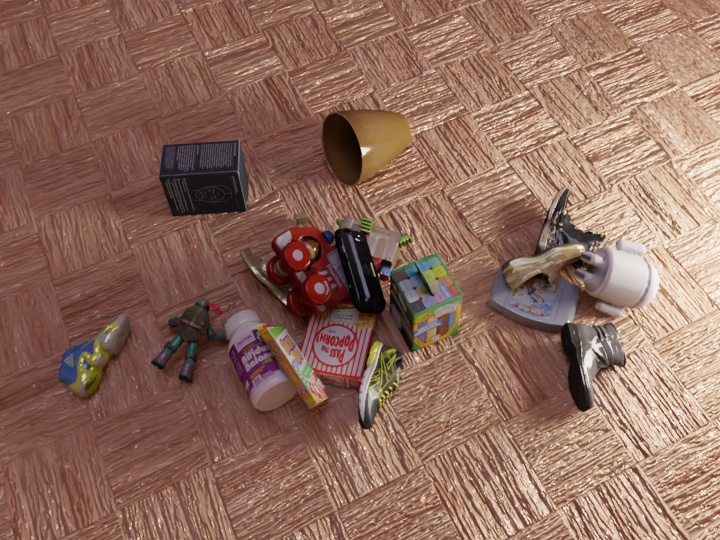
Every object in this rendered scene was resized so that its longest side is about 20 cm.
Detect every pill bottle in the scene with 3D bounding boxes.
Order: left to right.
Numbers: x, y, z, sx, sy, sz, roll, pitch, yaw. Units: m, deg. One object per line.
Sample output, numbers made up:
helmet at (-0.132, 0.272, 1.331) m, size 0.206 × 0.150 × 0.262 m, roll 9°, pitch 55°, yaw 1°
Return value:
pill bottle at (-0.217, 0.187, 1.604) m, size 0.110 × 0.113 × 0.202 m, roll -25°, pitch 59°, yaw -15°

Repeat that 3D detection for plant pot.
plant pot at (0.029, -0.336, 1.930) m, size 0.197 × 0.189 × 0.187 m, roll -23°, pitch 57°, yaw -29°

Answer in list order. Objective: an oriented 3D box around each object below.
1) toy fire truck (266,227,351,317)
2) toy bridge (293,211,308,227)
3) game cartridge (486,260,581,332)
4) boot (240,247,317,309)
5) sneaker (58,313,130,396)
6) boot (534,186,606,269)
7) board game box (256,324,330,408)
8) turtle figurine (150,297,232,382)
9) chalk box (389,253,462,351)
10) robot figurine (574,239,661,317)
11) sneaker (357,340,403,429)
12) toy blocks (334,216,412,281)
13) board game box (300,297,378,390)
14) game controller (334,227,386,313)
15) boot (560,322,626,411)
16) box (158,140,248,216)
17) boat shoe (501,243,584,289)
toy fire truck at (-0.102, -0.006, 1.657) m, size 0.166 × 0.112 × 0.203 m, roll -32°, pitch 89°, yaw -36°
toy bridge at (-0.143, -0.055, 1.818) m, size 0.065 × 0.027 × 0.204 m, roll -12°, pitch 57°, yaw -5°
game cartridge at (0.396, 0.064, 1.721) m, size 0.195 × 0.042 × 0.135 m, roll 19°, pitch 54°, yaw 14°
boot at (-0.172, -0.020, 1.744) m, size 0.199 × 0.072 × 0.155 m, roll 42°, pitch 85°, yaw 19°
sneaker at (-0.592, 0.171, 1.647) m, size 0.102 × 0.077 × 0.203 m, roll 17°, pitch 58°, yaw 14°
boot at (0.514, -0.097, 1.803) m, size 0.147 × 0.074 × 0.203 m, roll 20°, pitch 62°, yaw 16°
board game box at (-0.139, 0.190, 1.553) m, size 0.030 × 0.095 × 0.201 m, roll -40°, pitch 78°, yaw 10°
turtle figurine at (-0.372, 0.134, 1.658) m, size 0.146 × 0.101 × 0.203 m, roll 18°, pitch 63°, yaw 13°
chalk box at (0.140, 0.057, 1.629) m, size 0.121 × 0.202 × 0.126 m, roll -20°, pitch 57°, yaw -13°
robot figurine at (0.583, 0.017, 1.684) m, size 0.195 × 0.174 × 0.113 m, roll 17°, pitch 12°, yaw -11°
sneaker at (0.044, 0.240, 1.584) m, size 0.082 × 0.075 × 0.204 m, roll 9°, pitch 56°, yaw 7°
toy blocks at (0.010, -0.037, 1.775) m, size 0.195 × 0.100 × 0.140 m, roll 17°, pitch 69°, yaw 14°
board game box at (-0.048, 0.153, 1.662) m, size 0.147 × 0.047 × 0.204 m, roll 9°, pitch 56°, yaw 8°
game controller at (0.000, 0.000, 1.675) m, size 0.041 × 0.103 × 0.205 m, roll -26°, pitch 69°, yaw 27°
boot at (0.512, 0.201, 1.608) m, size 0.128 × 0.070 × 0.205 m, roll 3°, pitch 63°, yaw -9°
box at (-0.385, -0.228, 1.869) m, size 0.194 × 0.150 × 0.109 m, roll -3°, pitch 55°, yaw -1°
boat shoe at (0.424, -0.002, 1.712) m, size 0.195 × 0.072 × 0.078 m, roll -17°, pitch 67°, yaw 1°
